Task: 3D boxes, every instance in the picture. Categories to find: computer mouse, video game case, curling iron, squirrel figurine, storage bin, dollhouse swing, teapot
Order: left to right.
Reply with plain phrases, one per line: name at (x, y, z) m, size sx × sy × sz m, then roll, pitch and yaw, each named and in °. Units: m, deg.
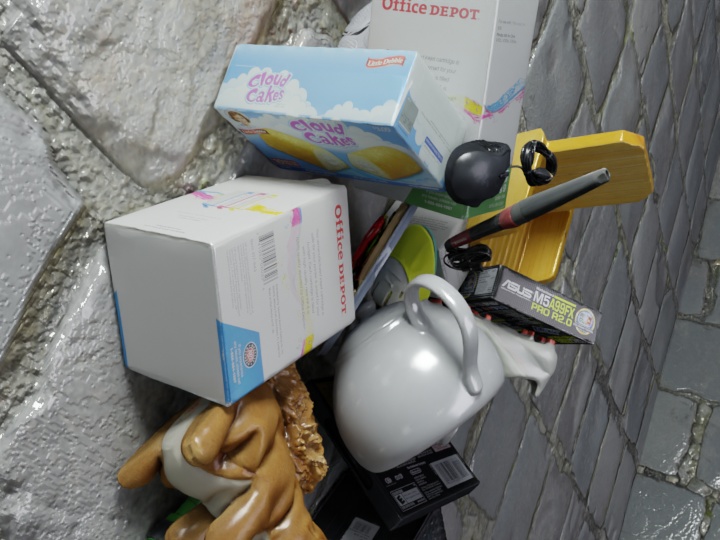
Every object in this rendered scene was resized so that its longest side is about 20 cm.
squirrel figurine at (-0.080, 0.183, 0.676) m, size 0.188 × 0.140 × 0.200 m, roll 53°, pitch 37°, yaw -9°
storage bin at (0.004, 0.341, 0.902) m, size 0.200 × 0.132 × 0.096 m, roll -47°, pitch 135°, yaw -40°
video game case at (0.039, 0.198, 0.900) m, size 0.026 × 0.182 × 0.198 m, roll -47°, pitch 155°, yaw 22°
teapot at (0.043, 0.095, 0.783) m, size 0.148 × 0.198 × 0.197 m, roll 57°, pitch 12°, yaw 4°
computer mouse at (0.141, -0.091, 0.711) m, size 0.198 × 0.033 × 0.060 m, roll -14°, pitch 116°, yaw -49°
curling iron at (0.157, -0.050, 0.752) m, size 0.049 × 0.199 × 0.026 m, roll 27°, pitch 48°, yaw -29°
dollhouse swing at (0.256, -0.063, 0.963) m, size 0.200 × 0.172 × 0.186 m, roll 39°, pitch 67°, yaw -58°

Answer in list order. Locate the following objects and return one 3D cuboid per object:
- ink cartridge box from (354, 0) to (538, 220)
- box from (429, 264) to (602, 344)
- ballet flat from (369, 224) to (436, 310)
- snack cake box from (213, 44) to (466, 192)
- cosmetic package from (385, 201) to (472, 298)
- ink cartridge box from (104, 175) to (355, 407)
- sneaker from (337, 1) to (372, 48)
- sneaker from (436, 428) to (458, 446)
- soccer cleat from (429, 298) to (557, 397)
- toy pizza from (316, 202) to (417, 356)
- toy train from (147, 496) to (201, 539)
ink cartridge box at (0.078, -0.170, 0.744) m, size 0.086 × 0.143 × 0.206 m, roll -16°, pitch 118°, yaw -47°
box at (0.191, 0.050, 1.012) m, size 0.157 × 0.199 × 0.045 m, roll 23°, pitch 78°, yaw -17°
ballet flat at (0.037, 0.037, 0.899) m, size 0.066 × 0.067 × 0.203 m, roll -22°, pitch 144°, yaw -33°
snack cake box at (-0.019, -0.136, 0.680) m, size 0.115 × 0.196 × 0.069 m, roll 36°, pitch 71°, yaw -54°
cosmetic package at (0.107, -0.068, 0.981) m, size 0.201 × 0.105 × 0.086 m, roll -52°, pitch 138°, yaw -35°
ink cartridge box at (-0.096, 0.001, 0.664) m, size 0.199 × 0.123 × 0.132 m, roll -29°, pitch 123°, yaw -51°
sneaker at (0.019, -0.190, 0.844) m, size 0.114 × 0.074 × 0.205 m, roll 33°, pitch 76°, yaw -56°
sneaker at (0.073, 0.121, 0.964) m, size 0.071 × 0.079 × 0.203 m, roll -56°, pitch -157°, yaw 30°
soccer cleat at (0.151, 0.094, 0.955) m, size 0.069 × 0.195 × 0.079 m, roll 168°, pitch -57°, yaw -84°
toy pizza at (0.000, 0.000, 0.821) m, size 0.203 × 0.031 × 0.200 m, roll -58°, pitch -179°, yaw 1°
toy train at (-0.162, 0.247, 0.710) m, size 0.201 × 0.041 × 0.057 m, roll -50°, pitch 126°, yaw -39°
